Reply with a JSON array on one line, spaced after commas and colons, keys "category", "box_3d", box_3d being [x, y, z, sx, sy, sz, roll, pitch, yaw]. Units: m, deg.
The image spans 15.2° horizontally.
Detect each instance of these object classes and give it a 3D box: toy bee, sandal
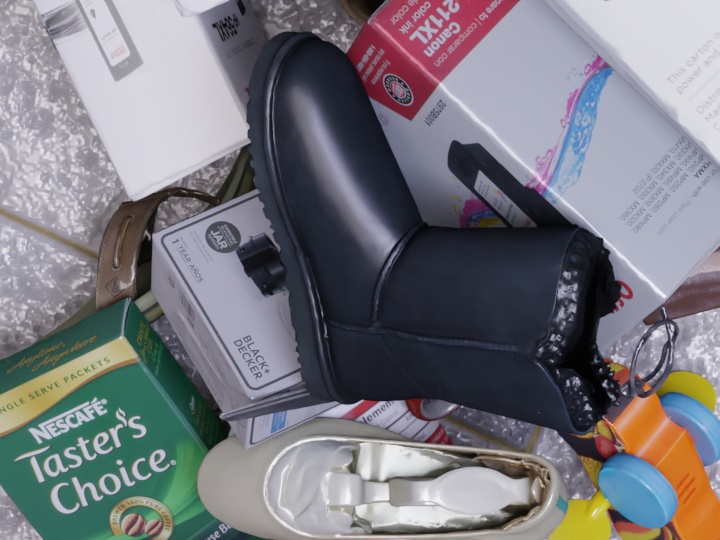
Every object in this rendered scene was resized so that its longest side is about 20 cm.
[{"category": "toy bee", "box_3d": [0.148, 0.086, 1.494, 0.108, 0.131, 0.201, 22, 126, 39]}, {"category": "sandal", "box_3d": [-0.130, -0.003, 1.532, 0.201, 0.080, 0.057, -41, 103, 15]}]

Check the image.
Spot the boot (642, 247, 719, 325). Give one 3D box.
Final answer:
[{"category": "boot", "box_3d": [0.233, 0.016, 1.486, 0.199, 0.064, 0.188, -9, 86, 8]}]

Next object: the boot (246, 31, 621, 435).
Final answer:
[{"category": "boot", "box_3d": [0.041, -0.020, 1.307, 0.167, 0.076, 0.201, 3, 112, 32]}]

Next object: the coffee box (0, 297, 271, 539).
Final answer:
[{"category": "coffee box", "box_3d": [-0.130, 0.121, 1.540, 0.122, 0.044, 0.200, -24, 118, 17]}]

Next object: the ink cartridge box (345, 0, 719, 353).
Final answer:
[{"category": "ink cartridge box", "box_3d": [0.084, -0.058, 1.367, 0.200, 0.146, 0.083, 44, 68, 2]}]

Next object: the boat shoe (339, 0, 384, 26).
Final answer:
[{"category": "boat shoe", "box_3d": [0.081, -0.113, 1.472, 0.200, 0.065, 0.072, 34, 148, 6]}]

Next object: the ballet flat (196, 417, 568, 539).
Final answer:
[{"category": "ballet flat", "box_3d": [0.012, 0.114, 1.431, 0.199, 0.069, 0.070, 2, 101, -2]}]

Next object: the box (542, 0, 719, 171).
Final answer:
[{"category": "box", "box_3d": [0.199, -0.174, 1.311, 0.200, 0.171, 0.199, 44, 105, -1]}]

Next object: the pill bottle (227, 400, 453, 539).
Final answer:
[{"category": "pill bottle", "box_3d": [-0.003, 0.113, 1.520, 0.112, 0.112, 0.201, -32, 94, 14]}]

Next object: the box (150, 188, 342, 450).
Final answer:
[{"category": "box", "box_3d": [0.000, 0.000, 1.455, 0.199, 0.060, 0.117, -25, 65, -18]}]

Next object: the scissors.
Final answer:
[{"category": "scissors", "box_3d": [0.010, 0.053, 1.417, 0.073, 0.199, 0.014, -46, 61, 28]}]

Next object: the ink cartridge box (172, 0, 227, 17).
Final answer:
[{"category": "ink cartridge box", "box_3d": [-0.028, -0.207, 1.416, 0.145, 0.200, 0.085, -24, 97, 12]}]

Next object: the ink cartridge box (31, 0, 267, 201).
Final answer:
[{"category": "ink cartridge box", "box_3d": [-0.120, -0.153, 1.471, 0.084, 0.146, 0.201, -25, 97, 11]}]
